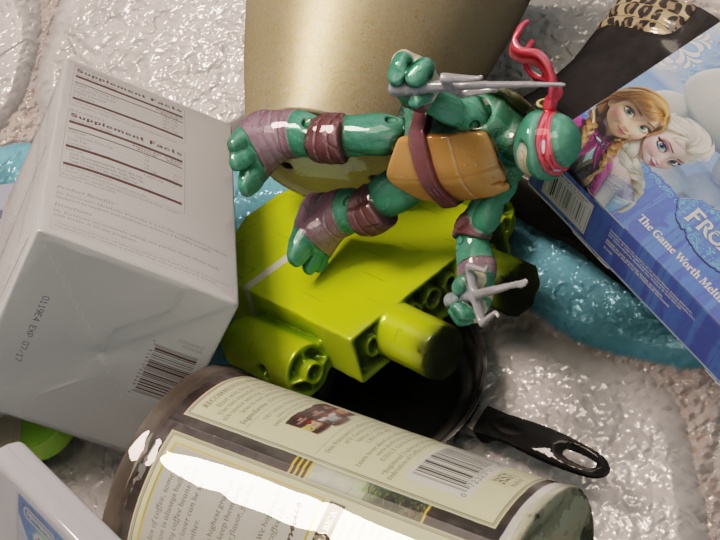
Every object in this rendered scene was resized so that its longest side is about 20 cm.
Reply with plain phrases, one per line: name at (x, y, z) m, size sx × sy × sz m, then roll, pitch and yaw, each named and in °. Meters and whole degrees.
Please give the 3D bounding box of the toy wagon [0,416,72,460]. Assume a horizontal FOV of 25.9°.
toy wagon at (-0.247, 0.102, 0.939) m, size 0.198 × 0.040 × 0.156 m, roll -10°, pitch 56°, yaw 12°

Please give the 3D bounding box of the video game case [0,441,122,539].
video game case at (-0.117, 0.207, 0.749) m, size 0.022 × 0.184 × 0.199 m, roll -23°, pitch 46°, yaw -38°

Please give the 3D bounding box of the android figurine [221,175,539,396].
android figurine at (0.000, 0.000, 0.885) m, size 0.182 × 0.041 × 0.199 m, roll -38°, pitch 38°, yaw -28°

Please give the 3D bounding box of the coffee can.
coffee can at (-0.006, 0.144, 0.761) m, size 0.199 × 0.147 × 0.147 m, roll 17°, pitch 65°, yaw 27°

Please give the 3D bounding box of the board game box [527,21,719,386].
board game box at (0.225, -0.037, 0.802) m, size 0.198 × 0.044 × 0.200 m, roll -33°, pitch 68°, yaw -23°

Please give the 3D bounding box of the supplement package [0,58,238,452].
supplement package at (-0.138, -0.012, 0.866) m, size 0.114 × 0.109 × 0.201 m, roll -60°, pitch 20°, yaw 27°

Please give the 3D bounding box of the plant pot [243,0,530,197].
plant pot at (0.005, -0.145, 0.914) m, size 0.186 × 0.188 × 0.201 m, roll 6°, pitch 60°, yaw 22°

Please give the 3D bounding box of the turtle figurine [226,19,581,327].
turtle figurine at (0.037, -0.049, 0.780) m, size 0.199 × 0.151 × 0.101 m, roll -5°, pitch 27°, yaw 36°

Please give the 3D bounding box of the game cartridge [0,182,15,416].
game cartridge at (-0.237, 0.018, 0.942) m, size 0.132 × 0.041 × 0.201 m, roll -5°, pitch 37°, yaw -10°

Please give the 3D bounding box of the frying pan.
frying pan at (0.052, 0.062, 0.863) m, size 0.188 × 0.031 × 0.116 m, roll 1°, pitch 57°, yaw 19°

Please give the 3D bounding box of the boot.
boot at (0.172, -0.069, 0.884) m, size 0.199 × 0.073 × 0.151 m, roll 32°, pitch 72°, yaw 36°
